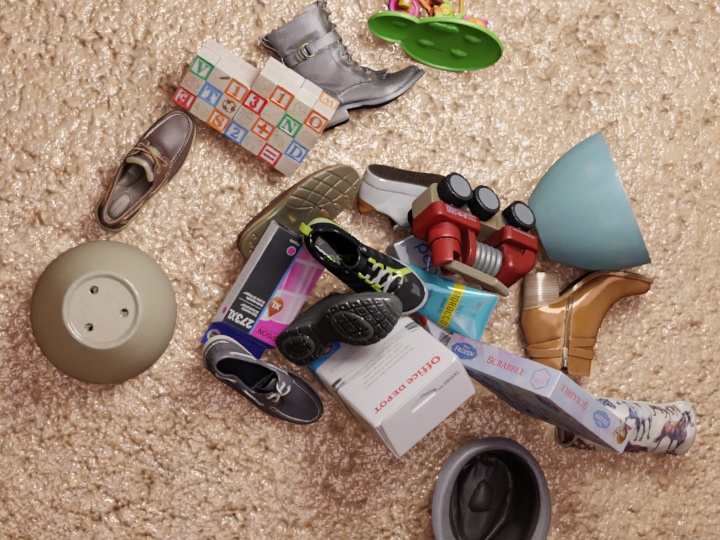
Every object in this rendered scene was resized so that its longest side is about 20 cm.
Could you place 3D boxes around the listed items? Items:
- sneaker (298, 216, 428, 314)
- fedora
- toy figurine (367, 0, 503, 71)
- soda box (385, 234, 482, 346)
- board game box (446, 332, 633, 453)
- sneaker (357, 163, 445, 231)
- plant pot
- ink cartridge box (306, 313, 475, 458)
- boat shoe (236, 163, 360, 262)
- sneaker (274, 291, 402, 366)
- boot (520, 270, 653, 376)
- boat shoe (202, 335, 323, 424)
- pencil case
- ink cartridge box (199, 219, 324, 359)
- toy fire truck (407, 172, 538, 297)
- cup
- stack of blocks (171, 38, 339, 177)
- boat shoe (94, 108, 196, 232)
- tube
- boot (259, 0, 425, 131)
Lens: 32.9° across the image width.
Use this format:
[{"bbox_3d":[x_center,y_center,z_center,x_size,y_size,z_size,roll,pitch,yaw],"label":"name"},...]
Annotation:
[{"bbox_3d":[0.000,0.000,1.631,0.200,0.083,0.072,31,97,-4],"label":"sneaker"},{"bbox_3d":[0.177,0.337,1.737,0.177,0.090,0.200,7,79,-12],"label":"fedora"},{"bbox_3d":[0.119,-0.409,1.751,0.200,0.150,0.184,14,73,-14],"label":"toy figurine"},{"bbox_3d":[0.109,0.043,1.753,0.068,0.063,0.200,-23,91,-10],"label":"soda box"},{"bbox_3d":[0.241,0.166,1.665,0.200,0.199,0.041,37,79,-41],"label":"board game box"},{"bbox_3d":[0.088,-0.094,1.766,0.200,0.073,0.085,12,118,-17],"label":"sneaker"},{"bbox_3d":[0.319,-0.082,1.749,0.135,0.200,0.200,-21,91,12],"label":"plant pot"},{"bbox_3d":[0.036,0.140,1.662,0.146,0.200,0.084,-39,132,-10],"label":"ink cartridge box"},{"bbox_3d":[-0.092,-0.088,1.716,0.200,0.068,0.072,-37,118,-6],"label":"boat shoe"},{"bbox_3d":[-0.026,0.060,1.644,0.076,0.200,0.091,57,36,-22],"label":"sneaker"},{"bbox_3d":[0.334,0.078,1.786,0.200,0.077,0.156,-3,86,-9],"label":"boot"},{"bbox_3d":[-0.131,0.163,1.684,0.200,0.063,0.073,35,96,-21],"label":"boat shoe"},{"bbox_3d":[0.391,0.222,1.790,0.200,0.078,0.090,5,106,-10],"label":"pencil case"},{"bbox_3d":[-0.131,0.038,1.689,0.095,0.037,0.200,29,98,-27],"label":"ink cartridge box"},{"bbox_3d":[0.167,-0.019,1.650,0.176,0.129,0.200,21,48,-28],"label":"toy fire truck"},{"bbox_3d":[-0.344,0.054,1.627,0.200,0.143,0.201,1,87,-10],"label":"cup"},{"bbox_3d":[-0.145,-0.235,1.691,0.200,0.059,0.115,32,124,-7],"label":"stack of blocks"},{"bbox_3d":[-0.294,-0.140,1.682,0.072,0.072,0.200,39,81,-7],"label":"boat shoe"},{"bbox_3d":[0.086,0.030,1.695,0.200,0.050,0.078,24,114,3],"label":"tube"},{"bbox_3d":[-0.024,-0.307,1.744,0.200,0.069,0.174,-25,92,-9],"label":"boot"}]
